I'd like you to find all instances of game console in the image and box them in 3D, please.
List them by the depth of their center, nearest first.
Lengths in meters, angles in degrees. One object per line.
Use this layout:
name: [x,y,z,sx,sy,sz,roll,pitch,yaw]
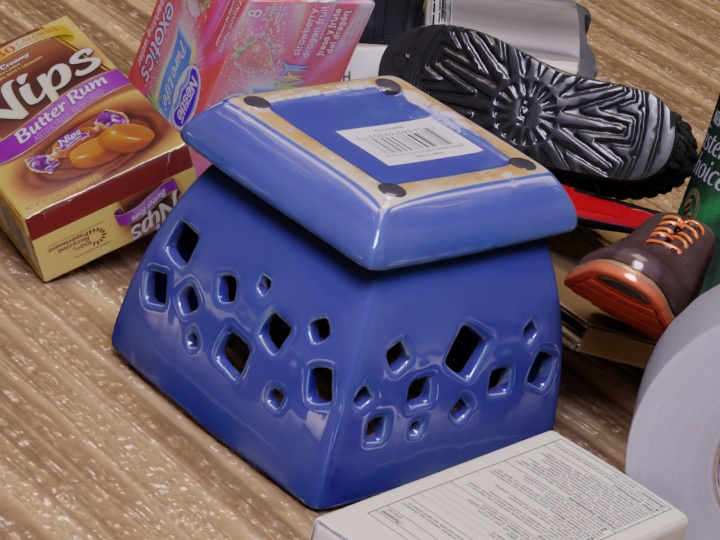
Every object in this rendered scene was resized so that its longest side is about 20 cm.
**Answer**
game console: [0.106,-0.048,1.797,0.176,0.031,0.200,16,1,-10]

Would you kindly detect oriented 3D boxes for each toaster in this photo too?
toaster: [0.102,-0.136,1.965,0.129,0.114,0.200,9,27,-2]

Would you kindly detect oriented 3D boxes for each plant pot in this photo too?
plant pot: [0.000,0.000,1.543,0.200,0.180,0.200,-11,34,-42]

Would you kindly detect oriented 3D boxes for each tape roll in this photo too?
tape roll: [0.246,0.098,1.444,0.199,0.201,0.066,16,25,5]

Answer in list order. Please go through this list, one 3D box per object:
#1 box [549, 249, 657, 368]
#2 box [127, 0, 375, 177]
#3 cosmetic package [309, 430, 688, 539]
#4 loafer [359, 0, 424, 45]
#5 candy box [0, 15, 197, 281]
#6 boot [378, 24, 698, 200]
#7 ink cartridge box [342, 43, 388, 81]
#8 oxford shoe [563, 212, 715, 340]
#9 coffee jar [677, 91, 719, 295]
box: [0.136,0.019,1.685,0.163,0.021,0.200,35,12,36]
box: [-0.081,-0.129,1.725,0.094,0.200,0.103,-3,47,-32]
cosmetic package: [0.068,0.157,1.379,0.105,0.071,0.200,33,31,33]
loafer: [0.012,-0.191,1.918,0.070,0.201,0.068,16,45,1]
candy box: [-0.196,-0.082,1.707,0.116,0.057,0.200,-26,38,-16]
boot: [0.121,-0.101,1.776,0.210,0.080,0.158,20,4,9]
ink cartridge box: [-0.025,-0.123,1.837,0.116,0.068,0.200,-4,8,-34]
oxford shoe: [0.166,-0.005,1.532,0.071,0.073,0.200,29,1,9]
coffee jar: [0.265,-0.057,1.760,0.085,0.201,0.104,17,10,-11]
